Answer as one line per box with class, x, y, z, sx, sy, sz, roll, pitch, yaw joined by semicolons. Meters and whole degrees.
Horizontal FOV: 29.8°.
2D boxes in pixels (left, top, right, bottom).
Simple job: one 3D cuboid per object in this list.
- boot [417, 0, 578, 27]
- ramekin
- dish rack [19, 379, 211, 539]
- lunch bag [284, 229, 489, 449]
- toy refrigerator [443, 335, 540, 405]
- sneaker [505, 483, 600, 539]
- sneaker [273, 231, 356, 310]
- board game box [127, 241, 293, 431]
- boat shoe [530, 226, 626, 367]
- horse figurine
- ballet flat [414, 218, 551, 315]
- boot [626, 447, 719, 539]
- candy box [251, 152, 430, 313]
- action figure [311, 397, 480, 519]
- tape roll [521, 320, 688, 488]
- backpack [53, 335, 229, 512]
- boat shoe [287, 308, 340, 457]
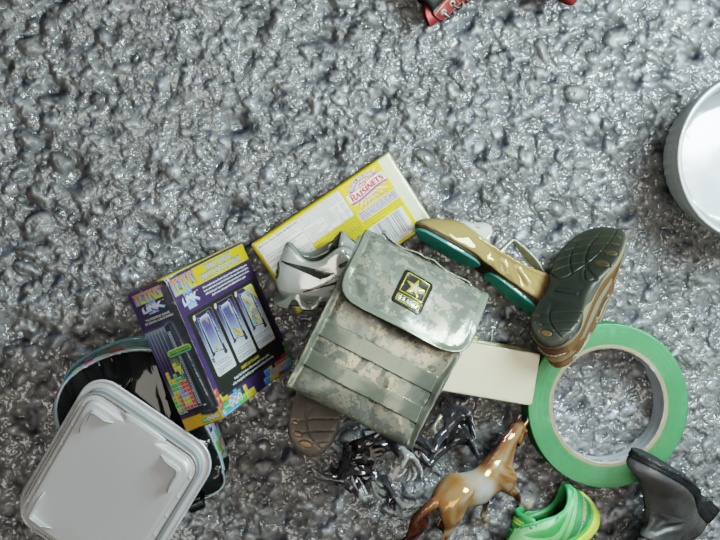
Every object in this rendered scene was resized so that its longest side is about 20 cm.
boot;0.153;-0.333;1.617;0.199;0.072;0.145;29;90;2
ramekin;0.461;-0.136;1.635;0.199;0.105;0.202;0;93;-5
dish rack;-0.275;0.239;1.478;0.171;0.044;0.201;33;103;5
lunch bag;0.032;0.072;1.516;0.163;0.118;0.201;27;93;-2
toy refrigerator;0.108;0.108;1.628;0.198;0.076;0.071;9;92;-5
sneaker;0.198;0.333;1.648;0.200;0.074;0.084;-39;103;-12
sneaker;0.000;0.000;1.589;0.198;0.074;0.089;0;105;-13
board game box;-0.166;0.070;1.539;0.056;0.200;0.166;-22;94;23
boat shoe;0.261;0.032;1.619;0.200;0.075;0.074;-53;141;-32
horse figurine;0.131;0.271;1.615;0.199;0.050;0.133;-24;131;-26
ballet flat;0.155;-0.020;1.637;0.199;0.069;0.063;34;77;-14
boot;0.351;0.303;1.622;0.132;0.070;0.200;-53;129;-3
candy box;-0.022;-0.045;1.632;0.199;0.026;0.103;-34;97;-3
action figure;0.046;0.229;1.608;0.199;0.119;0.102;-23;58;-11
tape roll;0.298;0.163;1.661;0.199;0.048;0.202;0;93;-6
backpack;-0.255;0.177;1.557;0.177;0.151;0.201;-22;104;0
boat shoe;-0.042;0.127;1.618;0.074;0.073;0.201;20;70;2
